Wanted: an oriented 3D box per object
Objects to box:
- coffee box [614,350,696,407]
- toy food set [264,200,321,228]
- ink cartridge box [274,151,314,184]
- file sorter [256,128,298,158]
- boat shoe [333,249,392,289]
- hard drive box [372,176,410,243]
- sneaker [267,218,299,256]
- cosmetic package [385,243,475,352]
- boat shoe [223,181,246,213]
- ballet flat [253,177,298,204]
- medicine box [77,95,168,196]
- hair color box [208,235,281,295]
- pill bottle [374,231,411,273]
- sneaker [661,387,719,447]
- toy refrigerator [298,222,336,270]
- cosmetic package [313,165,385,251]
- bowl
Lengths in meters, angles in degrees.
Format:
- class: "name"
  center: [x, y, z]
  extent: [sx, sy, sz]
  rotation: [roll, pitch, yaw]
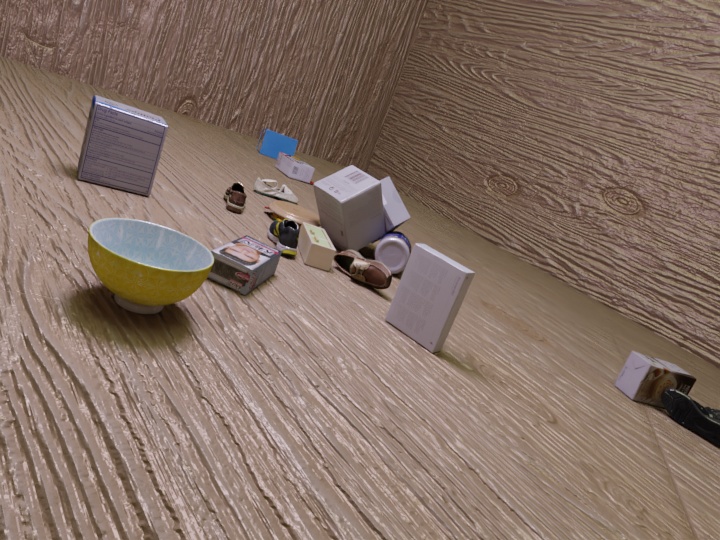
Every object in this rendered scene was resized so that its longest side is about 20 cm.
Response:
- class: "coffee box"
  center: [0.849, 0.320, 1.528]
  extent: [0.196, 0.117, 0.080]
  rotation: [16, 15, -22]
- class: "toy food set"
  center: [-0.226, -0.184, 1.800]
  extent: [0.194, 0.050, 0.200]
  rotation: [15, 17, -26]
- class: "ink cartridge box"
  center: [-0.325, -0.528, 2.752]
  extent: [0.173, 0.086, 0.200]
  rotation: [11, 18, -37]
- class: "file sorter"
  center: [-0.489, -0.731, 3.101]
  extent: [0.196, 0.142, 0.123]
  rotation: [14, 14, -28]
- class: "boat shoe"
  center: [0.000, 0.000, 1.478]
  extent: [0.073, 0.078, 0.198]
  rotation: [-2, 20, -46]
- class: "hard drive box"
  center: [0.068, -0.203, 1.821]
  extent: [0.076, 0.158, 0.200]
  rotation: [-27, -4, -26]
- class: "sneaker"
  center: [-0.207, -0.109, 1.501]
  extent: [0.073, 0.086, 0.200]
  rotation: [15, 17, -28]
- class: "cosmetic package"
  center: [0.157, 0.062, 1.229]
  extent: [0.150, 0.204, 0.051]
  rotation: [33, 20, 34]
- class: "boat shoe"
  center: [-0.396, -0.248, 1.716]
  extent: [0.073, 0.076, 0.203]
  rotation: [15, 17, -24]
- class: "ballet flat"
  center: [-0.320, -0.312, 2.069]
  extent: [0.196, 0.064, 0.067]
  rotation: [13, 18, -33]
- class: "medicine box"
  center: [-0.627, -0.325, 1.397]
  extent: [0.179, 0.204, 0.103]
  rotation: [12, 18, -35]
- class: "hair color box"
  center: [-0.254, -0.017, 1.171]
  extent: [0.097, 0.062, 0.200]
  rotation: [24, 16, 3]
- class: "pill bottle"
  center: [0.112, -0.067, 1.762]
  extent: [0.113, 0.118, 0.200]
  rotation: [22, 15, 2]
- class: "sneaker"
  center: [0.926, 0.398, 1.459]
  extent: [0.198, 0.078, 0.113]
  rotation: [36, 18, 30]
- class: "toy refrigerator"
  center: [-0.130, -0.075, 1.529]
  extent: [0.074, 0.071, 0.201]
  rotation: [17, 17, -19]
- class: "cosmetic package"
  center: [-0.032, -0.199, 1.732]
  extent: [0.164, 0.204, 0.167]
  rotation: [-29, 42, -25]
- class: "bowl"
  center: [-0.349, 0.004, 0.868]
  extent: [0.196, 0.110, 0.201]
  rotation: [20, 15, -6]
